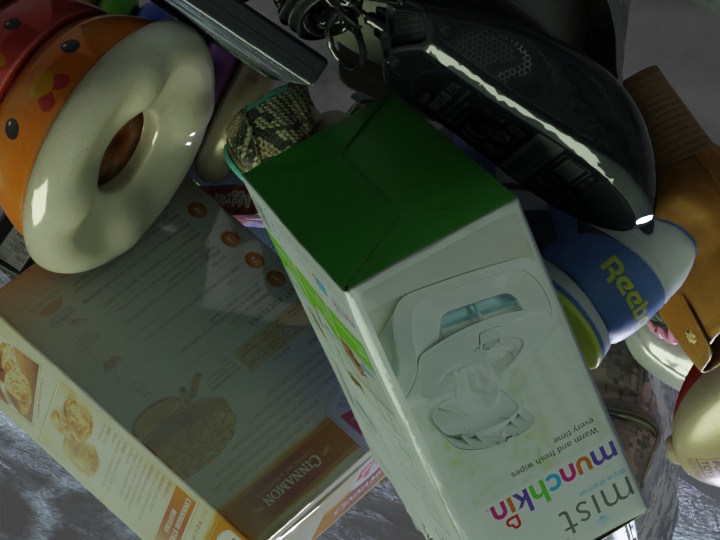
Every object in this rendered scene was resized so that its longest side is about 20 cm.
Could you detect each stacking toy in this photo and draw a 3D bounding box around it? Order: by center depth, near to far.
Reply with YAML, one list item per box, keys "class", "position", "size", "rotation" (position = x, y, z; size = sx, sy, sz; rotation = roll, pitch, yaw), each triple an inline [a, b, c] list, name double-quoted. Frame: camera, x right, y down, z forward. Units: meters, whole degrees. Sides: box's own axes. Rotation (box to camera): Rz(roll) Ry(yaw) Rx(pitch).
- class: "stacking toy"
  position: [-0.190, -0.103, 1.562]
  size: [0.199, 0.146, 0.146]
  rotation: [31, 166, 20]
- class: "stacking toy"
  position: [-0.147, -0.126, 1.635]
  size: [0.199, 0.086, 0.085]
  rotation: [26, 162, -1]

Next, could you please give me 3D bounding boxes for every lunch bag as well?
- class: "lunch bag"
  position: [0.129, 0.089, 1.801]
  size: [0.138, 0.169, 0.200]
  rotation: [13, 159, 18]

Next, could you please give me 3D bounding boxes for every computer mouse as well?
- class: "computer mouse"
  position: [0.063, -0.094, 1.363]
  size: [0.200, 0.053, 0.138]
  rotation: [36, 163, -10]

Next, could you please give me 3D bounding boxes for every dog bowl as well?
- class: "dog bowl"
  position: [0.040, -0.136, 1.431]
  size: [0.199, 0.059, 0.200]
  rotation: [19, 162, 6]

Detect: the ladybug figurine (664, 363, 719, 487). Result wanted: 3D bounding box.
- class: "ladybug figurine"
  position: [0.256, 0.055, 1.625]
  size: [0.199, 0.072, 0.136]
  rotation: [-21, 142, 10]

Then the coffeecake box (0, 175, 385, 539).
- class: "coffeecake box"
  position: [-0.087, 0.061, 1.594]
  size: [0.200, 0.153, 0.073]
  rotation: [41, 141, 14]

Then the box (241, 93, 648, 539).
- class: "box"
  position: [0.036, 0.034, 1.434]
  size: [0.177, 0.096, 0.200]
  rotation: [64, 173, -22]

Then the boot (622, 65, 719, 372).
- class: "boot"
  position: [0.145, -0.009, 1.553]
  size: [0.145, 0.070, 0.201]
  rotation: [62, 155, 8]

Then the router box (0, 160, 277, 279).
- class: "router box"
  position: [-0.113, -0.019, 1.765]
  size: [0.062, 0.150, 0.200]
  rotation: [27, 171, 41]

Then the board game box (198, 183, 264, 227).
- class: "board game box"
  position: [-0.017, -0.033, 1.719]
  size: [0.199, 0.020, 0.103]
  rotation: [4, 176, -42]

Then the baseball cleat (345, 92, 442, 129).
- class: "baseball cleat"
  position: [0.000, 0.000, 1.641]
  size: [0.106, 0.202, 0.070]
  rotation: [4, -172, -25]

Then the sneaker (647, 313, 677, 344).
- class: "sneaker"
  position: [0.192, -0.022, 1.603]
  size: [0.095, 0.079, 0.200]
  rotation: [46, 156, -7]

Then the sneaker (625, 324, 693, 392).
- class: "sneaker"
  position: [0.252, 0.039, 1.705]
  size: [0.199, 0.076, 0.089]
  rotation: [15, 153, -10]

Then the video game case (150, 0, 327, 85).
- class: "video game case"
  position: [-0.089, -0.139, 1.486]
  size: [0.142, 0.019, 0.200]
  rotation: [34, 179, -9]

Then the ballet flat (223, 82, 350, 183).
- class: "ballet flat"
  position: [0.014, -0.024, 1.559]
  size: [0.075, 0.068, 0.200]
  rotation: [-36, 116, 17]

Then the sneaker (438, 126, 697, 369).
- class: "sneaker"
  position: [0.101, -0.026, 1.489]
  size: [0.074, 0.082, 0.200]
  rotation: [55, 178, -37]
